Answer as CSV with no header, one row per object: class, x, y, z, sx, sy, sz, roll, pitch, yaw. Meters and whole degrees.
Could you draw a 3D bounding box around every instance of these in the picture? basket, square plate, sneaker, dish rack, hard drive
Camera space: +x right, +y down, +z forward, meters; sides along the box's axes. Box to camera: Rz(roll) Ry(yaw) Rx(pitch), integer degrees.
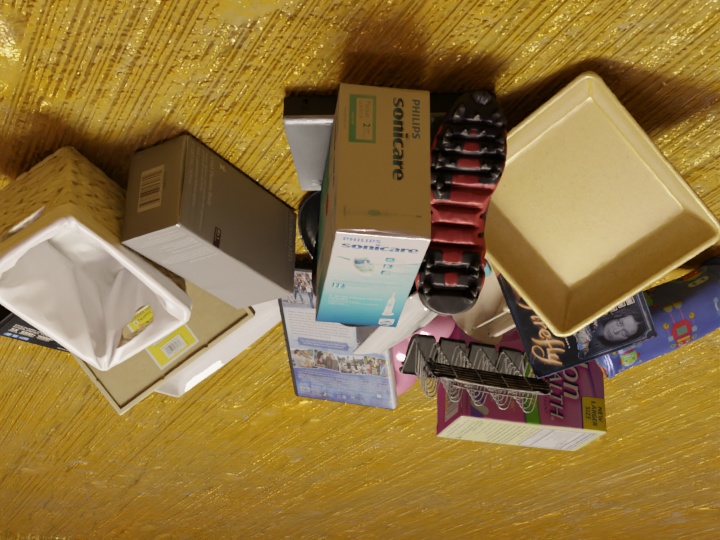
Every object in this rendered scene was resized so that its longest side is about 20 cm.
basket,-0.288,-0.013,1.209,0.135,0.124,0.200,-30,134,16
square plate,-0.185,0.087,1.462,0.197,0.029,0.200,-37,168,-1
sneaker,0.087,-0.066,1.055,0.070,0.203,0.098,7,-168,-4
dish rack,0.129,0.117,1.278,0.151,0.055,0.200,8,-171,-5
hard drive,0.032,-0.123,1.118,0.197,0.033,0.140,-1,155,5

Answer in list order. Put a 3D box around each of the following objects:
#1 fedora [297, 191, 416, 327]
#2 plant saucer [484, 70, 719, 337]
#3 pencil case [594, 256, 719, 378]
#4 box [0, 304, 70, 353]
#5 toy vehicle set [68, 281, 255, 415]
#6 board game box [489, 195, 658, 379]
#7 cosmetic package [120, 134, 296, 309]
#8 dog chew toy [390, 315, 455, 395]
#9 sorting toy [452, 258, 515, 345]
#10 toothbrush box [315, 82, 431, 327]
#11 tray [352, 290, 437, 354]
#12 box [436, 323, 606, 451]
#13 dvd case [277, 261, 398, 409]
fedora,0.000,0.000,1.258,0.198,0.092,0.202,19,148,12
plant saucer,0.206,-0.064,1.092,0.199,0.049,0.200,-37,102,31
pencil case,0.357,0.051,1.357,0.198,0.087,0.079,-24,126,-4
box,-0.336,0.040,1.442,0.198,0.087,0.163,19,150,-34
toy vehicle set,-0.237,0.059,1.338,0.199,0.125,0.027,-36,-171,2
board game box,0.206,-0.004,1.173,0.134,0.202,0.035,-21,-165,11
cosmetic package,-0.154,-0.046,1.216,0.089,0.108,0.199,-15,153,31
dog chew toy,0.051,0.084,1.481,0.123,0.126,0.200,16,145,-28
sorting toy,0.134,-0.013,1.290,0.178,0.108,0.200,21,156,-17
toothbrush box,0.009,-0.053,1.056,0.084,0.148,0.200,4,156,-7
tray,0.065,0.045,1.267,0.107,0.022,0.200,-29,170,-26
box,0.204,0.126,1.483,0.197,0.178,0.097,8,156,-14
dvd case,-0.030,0.081,1.433,0.141,0.018,0.202,6,123,21
